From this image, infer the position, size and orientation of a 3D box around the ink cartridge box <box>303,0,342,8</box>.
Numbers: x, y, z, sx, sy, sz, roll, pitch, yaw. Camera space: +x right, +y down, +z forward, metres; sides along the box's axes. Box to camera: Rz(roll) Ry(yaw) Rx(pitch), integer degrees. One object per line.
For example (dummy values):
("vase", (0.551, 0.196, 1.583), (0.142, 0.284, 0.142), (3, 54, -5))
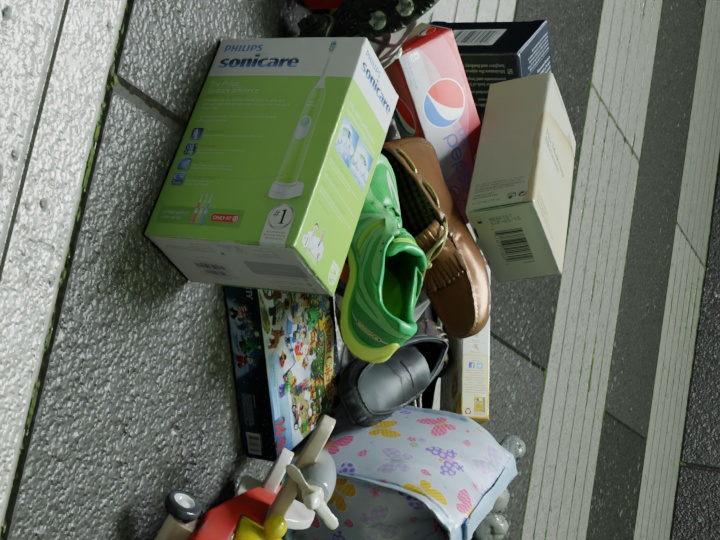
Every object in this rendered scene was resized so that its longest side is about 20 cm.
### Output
("ink cartridge box", (-0.034, -0.325, 1.121), (0.200, 0.067, 0.118), (40, 59, -58))

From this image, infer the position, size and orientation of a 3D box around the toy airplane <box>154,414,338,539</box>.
("toy airplane", (-0.083, 0.238, 1.035), (0.199, 0.140, 0.201), (-47, 160, -28))

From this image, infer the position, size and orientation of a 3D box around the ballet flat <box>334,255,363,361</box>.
("ballet flat", (0.000, 0.000, 1.218), (0.201, 0.067, 0.076), (-87, 155, -47))

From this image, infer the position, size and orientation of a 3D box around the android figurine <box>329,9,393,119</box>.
("android figurine", (0.010, -0.229, 1.260), (0.182, 0.041, 0.202), (51, 48, -54))

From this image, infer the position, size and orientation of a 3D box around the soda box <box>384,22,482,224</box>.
("soda box", (0.081, -0.147, 1.241), (0.070, 0.063, 0.202), (-30, 118, -17))

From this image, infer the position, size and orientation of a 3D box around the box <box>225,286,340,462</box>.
("box", (-0.071, 0.060, 1.148), (0.136, 0.037, 0.202), (-37, 126, -56))

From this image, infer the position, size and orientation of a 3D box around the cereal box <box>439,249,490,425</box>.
("cereal box", (0.125, 0.089, 1.446), (0.144, 0.039, 0.203), (113, -19, -75))

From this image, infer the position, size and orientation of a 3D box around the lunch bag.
("lunch bag", (0.041, 0.224, 1.222), (0.169, 0.198, 0.129), (-39, 128, -56))

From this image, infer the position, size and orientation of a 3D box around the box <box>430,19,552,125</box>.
("box", (0.147, -0.182, 1.421), (0.107, 0.147, 0.202), (-49, 137, -49))

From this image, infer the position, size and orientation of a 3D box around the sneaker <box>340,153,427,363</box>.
("sneaker", (0.025, -0.019, 1.078), (0.074, 0.083, 0.202), (16, 60, -40))

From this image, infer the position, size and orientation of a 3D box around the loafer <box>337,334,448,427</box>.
("loafer", (0.036, 0.107, 1.253), (0.069, 0.070, 0.200), (63, 26, -1))

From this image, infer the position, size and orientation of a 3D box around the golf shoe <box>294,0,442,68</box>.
("golf shoe", (0.016, -0.233, 1.114), (0.088, 0.199, 0.078), (2, 62, -57))

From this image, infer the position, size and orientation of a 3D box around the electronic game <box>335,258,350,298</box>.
("electronic game", (-0.014, -0.058, 1.153), (0.199, 0.041, 0.202), (32, 42, -35))

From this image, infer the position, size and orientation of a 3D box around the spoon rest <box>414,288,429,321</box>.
("spoon rest", (0.056, 0.026, 1.299), (0.099, 0.060, 0.201), (-32, 154, -42))

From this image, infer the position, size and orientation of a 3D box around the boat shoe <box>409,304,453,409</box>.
("boat shoe", (0.075, 0.098, 1.407), (0.074, 0.073, 0.202), (43, 56, -58))

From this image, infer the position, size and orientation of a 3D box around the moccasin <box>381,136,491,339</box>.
("moccasin", (0.066, -0.031, 1.151), (0.077, 0.073, 0.204), (-13, 85, -49))

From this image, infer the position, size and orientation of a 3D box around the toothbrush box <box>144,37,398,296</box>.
("toothbrush box", (-0.070, -0.090, 1.004), (0.086, 0.144, 0.202), (51, 49, -53))

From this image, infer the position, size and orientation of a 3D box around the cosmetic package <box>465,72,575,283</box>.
("cosmetic package", (0.166, -0.096, 1.220), (0.201, 0.072, 0.104), (-75, 147, -41))

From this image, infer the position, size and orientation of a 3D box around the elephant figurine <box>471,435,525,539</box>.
("elephant figurine", (0.114, 0.261, 1.471), (0.142, 0.154, 0.200), (-55, -173, 15))
